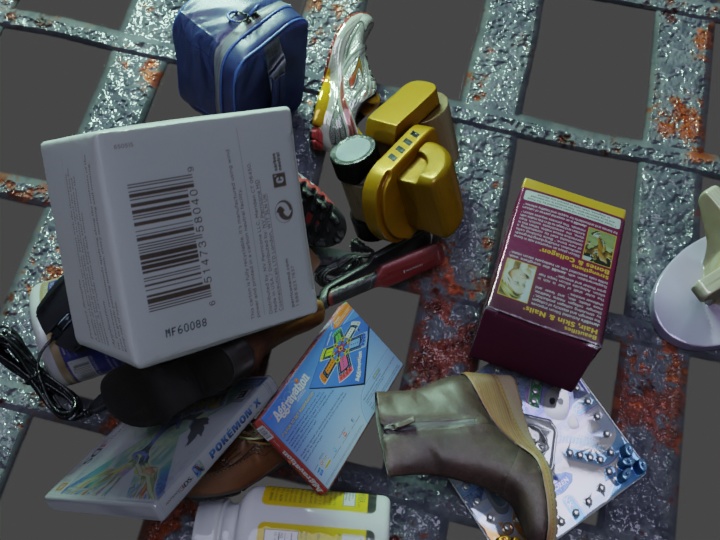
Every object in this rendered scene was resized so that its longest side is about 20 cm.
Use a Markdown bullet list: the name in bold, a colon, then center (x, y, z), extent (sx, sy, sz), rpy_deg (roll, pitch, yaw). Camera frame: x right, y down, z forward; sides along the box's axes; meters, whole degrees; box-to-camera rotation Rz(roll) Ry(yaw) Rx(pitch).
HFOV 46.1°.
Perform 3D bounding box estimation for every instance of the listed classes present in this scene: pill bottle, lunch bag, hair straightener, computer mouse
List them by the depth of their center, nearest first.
- **pill bottle**: center (-0.069, 0.281, 0.869), extent (0.196, 0.112, 0.113), rpy_deg (5, 67, 2)
- **computer mouse**: center (-0.273, 0.062, 0.877), extent (0.199, 0.046, 0.141), rpy_deg (-40, 94, -7)
- **pill bottle**: center (-0.259, 0.046, 0.963), extent (0.196, 0.120, 0.121), rpy_deg (-17, 68, -8)
- **hair straightener**: center (0.000, 0.000, 1.029), extent (0.197, 0.041, 0.077), rpy_deg (-28, 44, -5)
- **lunch bag**: center (-0.139, -0.259, 1.050), extent (0.132, 0.201, 0.136), rpy_deg (41, 67, 13)

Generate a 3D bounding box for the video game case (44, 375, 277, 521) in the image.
- **video game case**: center (-0.202, 0.175, 0.858), extent (0.182, 0.198, 0.022), rpy_deg (-48, 117, -42)

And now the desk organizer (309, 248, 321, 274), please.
- **desk organizer**: center (-0.139, -0.051, 0.974), extent (0.071, 0.077, 0.201), rpy_deg (-39, 97, 20)

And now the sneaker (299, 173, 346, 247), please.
- **sneaker**: center (-0.098, -0.101, 1.042), extent (0.198, 0.098, 0.072), rpy_deg (32, 110, 1)

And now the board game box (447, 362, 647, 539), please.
- **board game box**: center (0.190, 0.193, 0.954), extent (0.198, 0.026, 0.201), rpy_deg (-30, 71, -12)

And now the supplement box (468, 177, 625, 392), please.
- **supplement box**: center (0.216, 0.013, 0.969), extent (0.129, 0.104, 0.202), rpy_deg (19, 55, 7)

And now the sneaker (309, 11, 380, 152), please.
- **sneaker**: center (-0.010, -0.244, 1.119), extent (0.081, 0.078, 0.204), rpy_deg (13, 77, 1)

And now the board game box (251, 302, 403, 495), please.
- **board game box**: center (-0.029, 0.132, 0.915), extent (0.103, 0.019, 0.201), rpy_deg (48, 43, -9)

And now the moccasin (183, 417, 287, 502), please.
- **moccasin**: center (-0.117, 0.180, 0.885), extent (0.199, 0.073, 0.079), rpy_deg (-16, 105, -35)

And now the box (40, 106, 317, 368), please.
- **box**: center (-0.172, -0.039, 0.806), extent (0.197, 0.170, 0.203), rpy_deg (-15, 102, -36)

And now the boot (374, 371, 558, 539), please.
- **boot**: center (0.107, 0.206, 0.891), extent (0.163, 0.073, 0.203), rpy_deg (-8, 56, -10)

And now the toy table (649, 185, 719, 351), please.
- **toy table**: center (0.443, 0.003, 0.988), extent (0.199, 0.118, 0.184), rpy_deg (-40, 73, -17)

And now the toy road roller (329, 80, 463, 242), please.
- **toy road roller**: center (0.072, -0.118, 0.997), extent (0.144, 0.124, 0.200), rpy_deg (19, 54, 37)

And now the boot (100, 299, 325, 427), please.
- **boot**: center (-0.154, 0.085, 0.895), extent (0.186, 0.200, 0.069), rpy_deg (-28, 91, 25)
